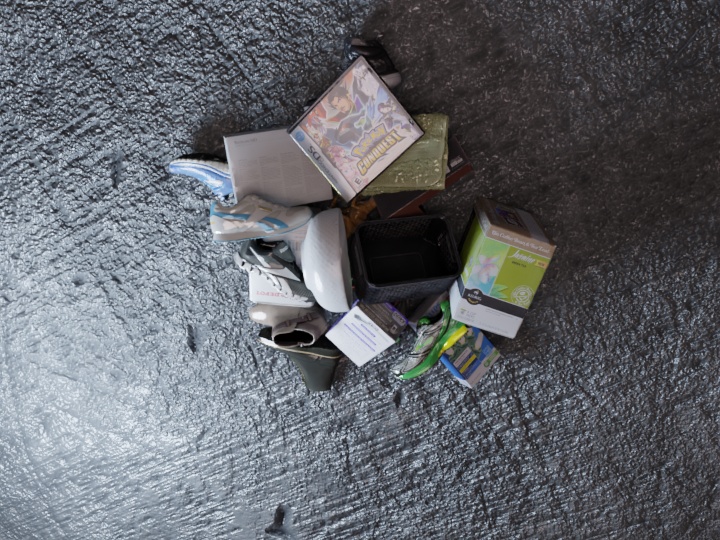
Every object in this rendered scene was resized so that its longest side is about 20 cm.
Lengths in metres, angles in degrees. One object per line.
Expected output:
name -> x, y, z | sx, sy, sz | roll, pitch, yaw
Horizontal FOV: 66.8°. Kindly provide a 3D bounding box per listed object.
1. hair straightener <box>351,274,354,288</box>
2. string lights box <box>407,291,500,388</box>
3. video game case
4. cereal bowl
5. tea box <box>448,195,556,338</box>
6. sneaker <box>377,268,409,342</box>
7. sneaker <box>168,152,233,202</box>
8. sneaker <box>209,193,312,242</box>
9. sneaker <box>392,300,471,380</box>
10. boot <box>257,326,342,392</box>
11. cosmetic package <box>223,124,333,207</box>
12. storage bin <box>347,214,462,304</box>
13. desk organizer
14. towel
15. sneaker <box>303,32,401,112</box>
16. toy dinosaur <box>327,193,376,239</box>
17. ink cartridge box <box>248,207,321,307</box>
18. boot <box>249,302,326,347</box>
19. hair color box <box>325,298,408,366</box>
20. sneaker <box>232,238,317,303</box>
hair straightener -> 0.000, 0.000, 1.185 | 0.196, 0.041, 0.078 | -13, 128, 11
string lights box -> 0.204, 0.148, 1.200 | 0.103, 0.059, 0.200 | -45, 103, -11
video game case -> -0.011, -0.258, 1.017 | 0.199, 0.026, 0.181 | -39, 98, 20
cereal bowl -> -0.067, -0.017, 1.062 | 0.081, 0.201, 0.204 | -6, 111, 2
tea box -> 0.266, -0.014, 1.074 | 0.131, 0.201, 0.200 | 17, 113, -1
sneaker -> 0.058, 0.064, 1.193 | 0.083, 0.076, 0.202 | -36, 128, -21
sneaker -> -0.304, -0.189, 1.136 | 0.196, 0.079, 0.091 | 13, 110, 1
sneaker -> -0.188, -0.107, 1.046 | 0.196, 0.076, 0.083 | -10, 101, -15
sneaker -> 0.134, 0.142, 1.121 | 0.085, 0.078, 0.200 | 42, 99, -4
boot -> -0.148, 0.216, 1.282 | 0.196, 0.078, 0.141 | 13, 117, 2
cosmetic package -> -0.161, -0.206, 1.091 | 0.196, 0.052, 0.154 | -12, 113, -15
storage bin -> 0.084, -0.022, 1.079 | 0.196, 0.094, 0.138 | -7, 68, -15
desk organizer -> 0.129, -0.166, 1.084 | 0.198, 0.077, 0.073 | -33, 60, 17
towel -> 0.075, -0.223, 1.049 | 0.196, 0.036, 0.152 | 0, 86, 29
sneaker -> -0.028, -0.373, 1.040 | 0.196, 0.076, 0.116 | -18, 102, 13
toy dinosaur -> -0.026, -0.099, 1.150 | 0.105, 0.061, 0.201 | 33, 111, -9
ink cartridge box -> -0.163, -0.033, 1.176 | 0.142, 0.088, 0.204 | 5, 110, 5
boot -> -0.169, 0.117, 1.202 | 0.196, 0.147, 0.072 | -7, 113, 9
hair color box -> 0.010, 0.125, 1.169 | 0.109, 0.065, 0.200 | 42, 149, -1
sneaker -> -0.157, -0.010, 1.102 | 0.198, 0.067, 0.091 | 30, 114, -3
